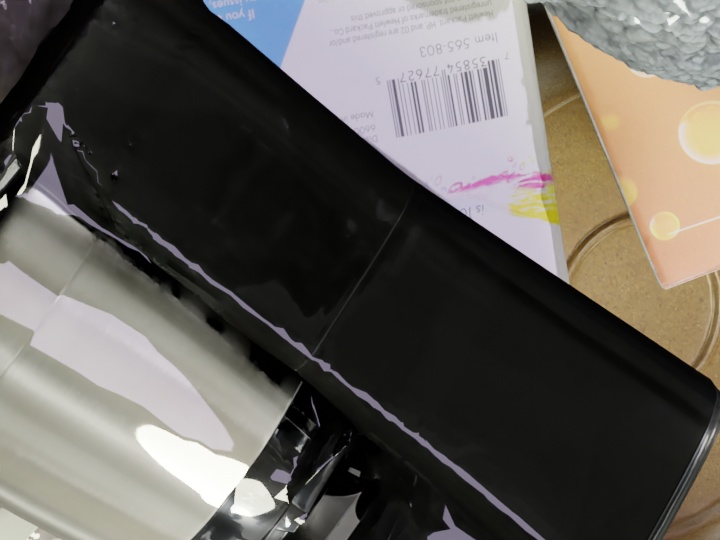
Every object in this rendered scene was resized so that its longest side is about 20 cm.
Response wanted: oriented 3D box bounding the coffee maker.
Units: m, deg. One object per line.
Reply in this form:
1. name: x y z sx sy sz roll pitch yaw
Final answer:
1. coffee maker: -0.009 0.012 0.730 0.200 0.135 0.192 36 92 -12

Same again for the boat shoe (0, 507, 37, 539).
1. boat shoe: -0.154 0.059 0.751 0.201 0.070 0.072 -25 112 -55

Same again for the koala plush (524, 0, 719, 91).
1. koala plush: 0.113 -0.091 0.685 0.200 0.184 0.177 37 94 -36

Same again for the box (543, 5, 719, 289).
1. box: 0.107 -0.117 0.809 0.124 0.098 0.200 -20 111 11

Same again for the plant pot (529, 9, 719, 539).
1. plant pot: 0.087 0.011 0.917 0.200 0.027 0.201 -4 100 -24

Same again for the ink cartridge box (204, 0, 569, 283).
1. ink cartridge box: 0.000 0.000 0.833 0.115 0.068 0.201 -11 100 -6
